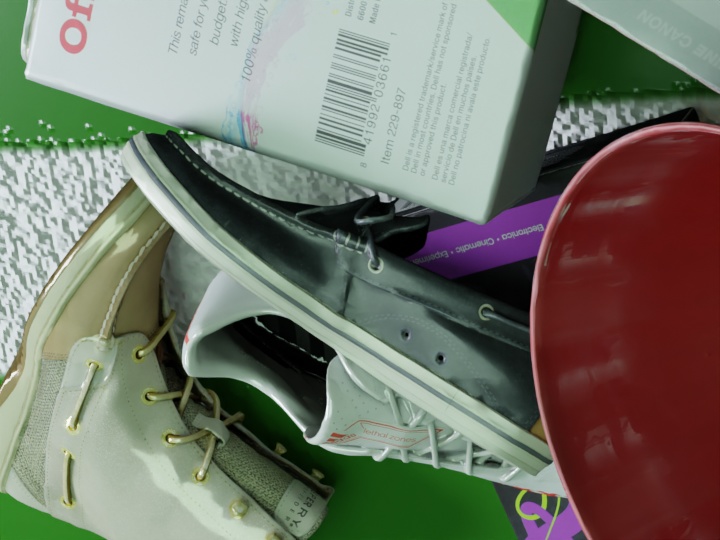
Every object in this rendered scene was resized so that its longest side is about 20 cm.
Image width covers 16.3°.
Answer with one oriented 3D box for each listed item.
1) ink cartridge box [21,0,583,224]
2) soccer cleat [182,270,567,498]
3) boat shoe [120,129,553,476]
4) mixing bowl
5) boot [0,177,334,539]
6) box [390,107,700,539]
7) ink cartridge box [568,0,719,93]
[{"bbox_3d":[-0.016,-0.120,0.957,0.198,0.087,0.147,17,106,14],"label":"ink cartridge box"},{"bbox_3d":[0.022,0.051,1.001,0.199,0.085,0.069,25,123,14],"label":"soccer cleat"},{"bbox_3d":[0.000,0.000,0.942,0.199,0.075,0.063,33,90,5],"label":"boat shoe"},{"bbox_3d":[0.162,0.036,0.841,0.200,0.108,0.202,30,129,45],"label":"mixing bowl"},{"bbox_3d":[-0.076,0.061,1.101,0.154,0.072,0.201,34,129,6],"label":"boot"},{"bbox_3d":[0.108,0.045,1.031,0.142,0.036,0.201,-15,107,31],"label":"box"},{"bbox_3d":[0.110,-0.171,0.866,0.199,0.044,0.174,32,94,6],"label":"ink cartridge box"}]
